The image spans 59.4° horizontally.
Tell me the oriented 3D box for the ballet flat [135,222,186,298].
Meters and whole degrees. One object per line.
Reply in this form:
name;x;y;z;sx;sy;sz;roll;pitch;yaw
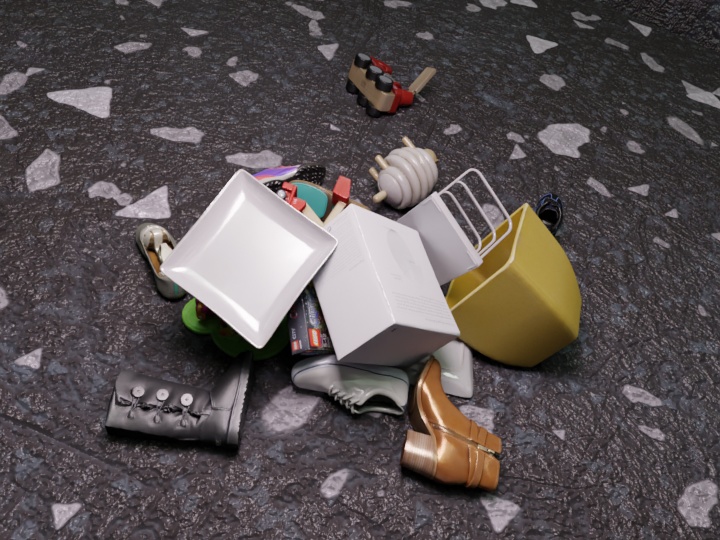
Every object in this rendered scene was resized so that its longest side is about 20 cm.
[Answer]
ballet flat;-0.357;-0.037;1.137;0.066;0.065;0.202;-15;51;-27

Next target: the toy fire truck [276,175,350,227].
toy fire truck;-0.106;-0.103;1.234;0.137;0.049;0.205;18;67;2

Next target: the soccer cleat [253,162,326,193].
soccer cleat;-0.163;-0.199;1.349;0.196;0.070;0.073;-24;48;-31

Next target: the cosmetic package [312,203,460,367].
cosmetic package;0.033;0.033;1.000;0.197;0.122;0.204;16;46;-51

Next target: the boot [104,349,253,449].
boot;-0.267;0.180;0.953;0.193;0.067;0.168;6;43;-2

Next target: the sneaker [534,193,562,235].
sneaker;0.426;-0.127;1.419;0.068;0.079;0.202;22;45;9

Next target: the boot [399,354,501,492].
boot;0.150;0.237;0.988;0.150;0.078;0.203;15;44;1

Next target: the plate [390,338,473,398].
plate;0.113;0.117;1.131;0.193;0.033;0.203;13;45;0

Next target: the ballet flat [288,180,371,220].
ballet flat;-0.060;-0.140;1.324;0.194;0.070;0.073;20;24;5

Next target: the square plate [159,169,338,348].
square plate;-0.164;-0.020;0.940;0.198;0.029;0.200;35;75;9

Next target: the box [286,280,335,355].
box;-0.070;0.035;1.030;0.135;0.037;0.207;14;62;-56

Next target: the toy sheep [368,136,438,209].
toy sheep;0.095;-0.204;1.376;0.198;0.140;0.137;-38;62;-23

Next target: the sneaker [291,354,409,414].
sneaker;-0.014;0.185;1.001;0.193;0.074;0.072;7;44;-7

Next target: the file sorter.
file sorter;0.153;-0.069;1.136;0.124;0.199;0.141;-37;92;-30

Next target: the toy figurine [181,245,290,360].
toy figurine;-0.198;0.024;1.032;0.193;0.187;0.153;12;43;-1

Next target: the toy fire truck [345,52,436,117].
toy fire truck;0.086;-0.507;1.688;0.195;0.131;0.177;-7;46;-36

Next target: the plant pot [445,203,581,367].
plant pot;0.284;0.050;1.124;0.199;0.194;0.197;41;40;-7
